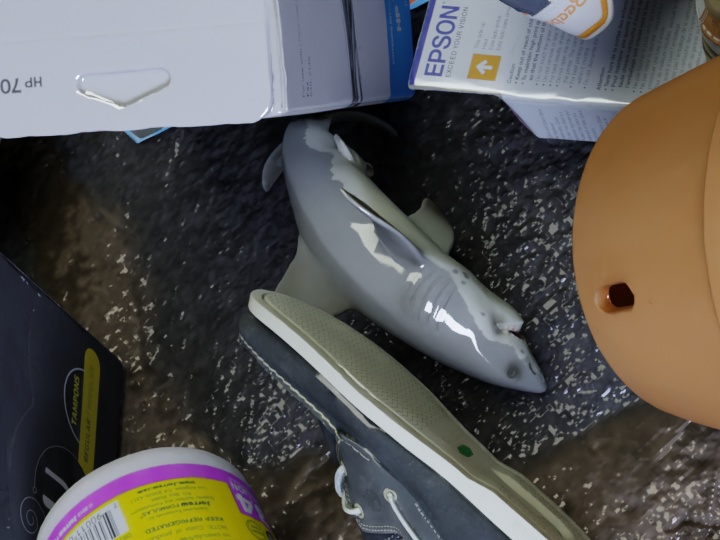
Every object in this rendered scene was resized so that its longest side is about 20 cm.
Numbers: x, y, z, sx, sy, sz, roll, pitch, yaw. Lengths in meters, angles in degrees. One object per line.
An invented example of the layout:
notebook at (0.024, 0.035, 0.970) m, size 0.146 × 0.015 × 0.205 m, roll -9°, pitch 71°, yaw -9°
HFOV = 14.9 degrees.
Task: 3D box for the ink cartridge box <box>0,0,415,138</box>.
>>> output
ink cartridge box at (-0.073, -0.110, 1.273) m, size 0.146 × 0.200 × 0.086 m, roll -2°, pitch 94°, yaw 17°

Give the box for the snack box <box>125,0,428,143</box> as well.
snack box at (-0.046, -0.157, 1.418) m, size 0.200 × 0.037 × 0.116 m, roll -25°, pitch 50°, yaw 16°

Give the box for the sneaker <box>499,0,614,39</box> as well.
sneaker at (0.110, -0.180, 1.222) m, size 0.078 × 0.079 × 0.200 m, roll -35°, pitch 20°, yaw 54°

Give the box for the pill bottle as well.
pill bottle at (-0.063, 0.176, 1.156) m, size 0.104 × 0.104 × 0.200 m, roll -35°, pitch 48°, yaw 7°

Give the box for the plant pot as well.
plant pot at (0.179, -0.011, 1.083) m, size 0.140 × 0.200 × 0.200 m, roll -7°, pitch 55°, yaw 49°

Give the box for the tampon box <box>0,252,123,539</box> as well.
tampon box at (-0.230, 0.099, 1.300) m, size 0.200 × 0.126 × 0.150 m, roll -15°, pitch 53°, yaw 23°

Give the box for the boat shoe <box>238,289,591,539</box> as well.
boat shoe at (0.013, 0.085, 1.161) m, size 0.200 × 0.072 × 0.068 m, roll 44°, pitch 107°, yaw 18°

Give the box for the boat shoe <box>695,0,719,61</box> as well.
boat shoe at (0.187, -0.179, 1.200) m, size 0.075 × 0.068 × 0.200 m, roll 1°, pitch 61°, yaw 16°

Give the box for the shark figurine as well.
shark figurine at (-0.016, -0.015, 1.248) m, size 0.090 × 0.128 × 0.215 m, roll -48°, pitch 45°, yaw 11°

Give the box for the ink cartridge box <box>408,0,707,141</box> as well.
ink cartridge box at (0.141, -0.149, 1.260) m, size 0.200 × 0.043 × 0.197 m, roll 6°, pitch 63°, yaw 20°
